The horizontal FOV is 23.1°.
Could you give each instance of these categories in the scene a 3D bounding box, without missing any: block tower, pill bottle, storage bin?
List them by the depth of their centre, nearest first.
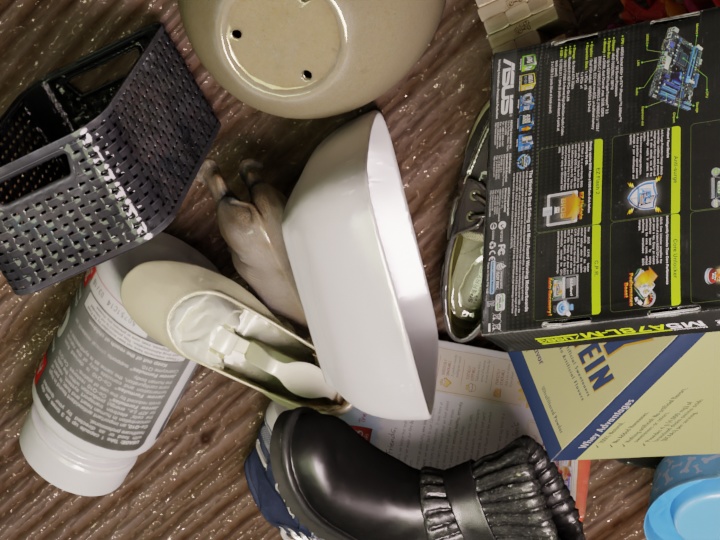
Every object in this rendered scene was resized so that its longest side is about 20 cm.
[{"bbox_3d":[0.124,-0.152,1.220,0.057,0.054,0.202,-22,84,22],"label":"block tower"},{"bbox_3d":[-0.194,-0.083,1.273,0.134,0.200,0.094,-23,112,19],"label":"storage bin"},{"bbox_3d":[-0.193,0.076,1.408,0.113,0.114,0.201,28,118,-6],"label":"pill bottle"}]

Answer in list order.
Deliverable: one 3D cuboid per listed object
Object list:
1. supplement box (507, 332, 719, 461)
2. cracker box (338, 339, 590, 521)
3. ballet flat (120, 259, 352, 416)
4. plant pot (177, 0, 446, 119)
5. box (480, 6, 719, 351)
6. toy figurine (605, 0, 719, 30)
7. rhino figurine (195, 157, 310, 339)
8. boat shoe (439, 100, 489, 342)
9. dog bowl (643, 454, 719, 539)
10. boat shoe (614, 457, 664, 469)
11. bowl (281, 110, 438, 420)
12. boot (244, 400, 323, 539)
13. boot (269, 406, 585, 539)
[{"bbox_3d":[0.235,0.023,1.225,0.198,0.135,0.200,1,143,-32],"label":"supplement box"},{"bbox_3d":[0.081,0.128,1.377,0.198,0.135,0.058,11,145,3],"label":"cracker box"},{"bbox_3d":[-0.084,0.054,1.302,0.199,0.070,0.070,28,119,-18],"label":"ballet flat"},{"bbox_3d":[-0.042,-0.187,1.232,0.198,0.135,0.202,3,118,6],"label":"plant pot"},{"bbox_3d":[0.170,-0.057,1.105,0.192,0.202,0.047,-8,158,28],"label":"box"},{"bbox_3d":[0.226,-0.153,1.224,0.200,0.150,0.184,47,126,6],"label":"toy figurine"},{"bbox_3d":[-0.062,-0.001,1.344,0.060,0.088,0.201,-31,139,-6],"label":"rhino figurine"},{"bbox_3d":[0.102,-0.035,1.328,0.071,0.066,0.202,14,119,2],"label":"boat shoe"},{"bbox_3d":[0.314,0.170,1.345,0.198,0.050,0.112,-8,133,12],"label":"dog bowl"},{"bbox_3d":[0.287,0.131,1.392,0.199,0.063,0.074,-2,123,12],"label":"boat shoe"},{"bbox_3d":[0.000,0.000,1.281,0.074,0.200,0.202,-13,108,9],"label":"bowl"},{"bbox_3d":[-0.028,0.197,1.421,0.072,0.201,0.091,-2,135,-33],"label":"boot"},{"bbox_3d":[0.050,0.153,1.258,0.157,0.080,0.211,-21,130,32],"label":"boot"}]
